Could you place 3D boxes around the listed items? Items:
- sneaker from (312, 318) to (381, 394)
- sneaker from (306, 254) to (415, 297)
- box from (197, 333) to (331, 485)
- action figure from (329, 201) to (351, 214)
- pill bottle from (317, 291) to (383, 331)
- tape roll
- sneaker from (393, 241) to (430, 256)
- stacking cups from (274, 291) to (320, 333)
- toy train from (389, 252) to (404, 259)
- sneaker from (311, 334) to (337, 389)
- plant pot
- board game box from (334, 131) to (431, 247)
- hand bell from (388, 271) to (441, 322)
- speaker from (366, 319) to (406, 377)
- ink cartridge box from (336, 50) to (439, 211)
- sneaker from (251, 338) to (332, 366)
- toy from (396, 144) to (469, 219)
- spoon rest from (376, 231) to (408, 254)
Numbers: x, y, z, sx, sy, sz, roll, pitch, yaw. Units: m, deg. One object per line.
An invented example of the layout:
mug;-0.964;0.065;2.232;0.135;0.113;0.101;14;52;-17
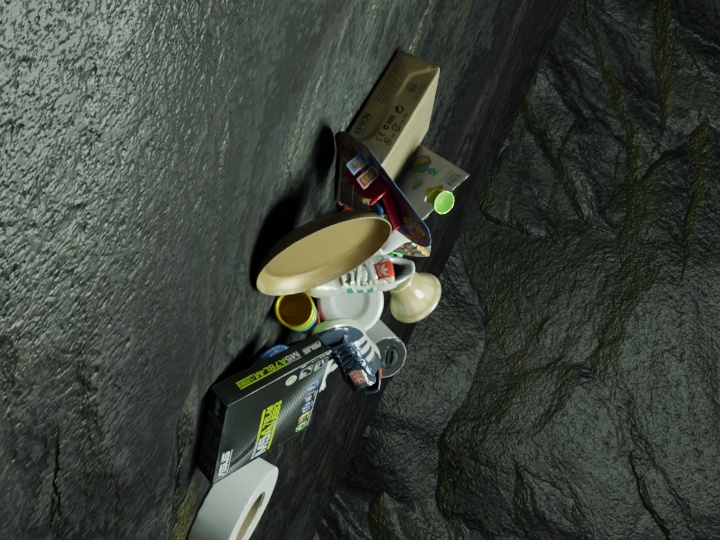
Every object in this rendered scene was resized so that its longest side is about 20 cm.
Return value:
sneaker;-0.013;0.144;1.687;0.200;0.074;0.085;40;34;-55
sneaker;0.000;0.000;1.625;0.198;0.093;0.071;-2;81;-43
box;-0.144;0.205;1.542;0.192;0.047;0.201;-28;149;-37
action figure;-0.026;-0.068;1.659;0.066;0.051;0.200;-61;170;7
pill bottle;-0.016;0.055;1.805;0.114;0.112;0.200;-63;179;-2
tape roll;-0.220;0.414;1.798;0.204;0.070;0.203;-61;170;-19
sneaker;0.062;-0.088;1.775;0.200;0.078;0.078;41;62;-41
stacking cups;-0.092;0.066;1.643;0.061;0.060;0.200;-63;174;-4
toy train;0.079;-0.066;1.926;0.202;0.041;0.056;-64;-156;-4
sneaker;-0.084;0.157;1.902;0.200;0.075;0.081;-58;163;-68
plant pot;-0.053;-0.027;1.404;0.198;0.028;0.200;-24;162;-8
board game box;0.016;-0.099;1.431;0.039;0.201;0.158;-39;-168;-10
hand bell;0.050;-0.006;1.809;0.200;0.103;0.105;48;64;-42
speaker;0.013;0.122;1.947;0.082;0.080;0.200;-65;-151;11
ink cartridge box;0.041;-0.204;1.587;0.201;0.074;0.165;-60;171;-25
sneaker;-0.121;0.155;1.670;0.077;0.071;0.199;-30;172;32
toy;0.088;-0.133;1.654;0.115;0.047;0.200;-43;-147;-5
spoon rest;0.024;-0.047;1.605;0.200;0.098;0.061;25;56;-78
